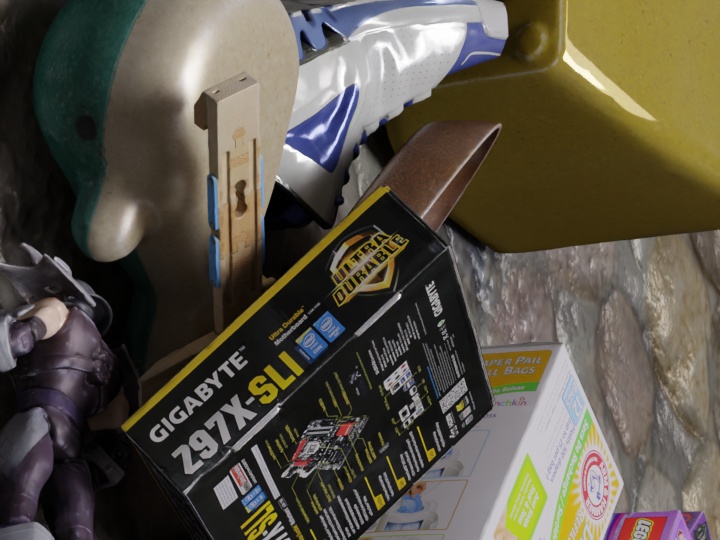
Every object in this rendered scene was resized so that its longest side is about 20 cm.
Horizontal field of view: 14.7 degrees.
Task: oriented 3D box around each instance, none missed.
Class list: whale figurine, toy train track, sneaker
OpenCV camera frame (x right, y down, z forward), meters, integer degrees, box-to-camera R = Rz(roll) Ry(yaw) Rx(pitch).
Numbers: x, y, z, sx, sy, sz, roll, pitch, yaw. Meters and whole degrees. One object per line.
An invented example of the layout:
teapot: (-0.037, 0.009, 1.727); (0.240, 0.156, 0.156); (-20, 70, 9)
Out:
whale figurine: (-0.096, -0.050, 1.285); (0.159, 0.103, 0.201); (-44, 144, -49)
toy train track: (-0.062, -0.006, 1.237); (0.114, 0.033, 0.201); (-28, 139, -29)
sneaker: (-0.020, -0.082, 1.412); (0.199, 0.080, 0.116); (-12, 108, -38)

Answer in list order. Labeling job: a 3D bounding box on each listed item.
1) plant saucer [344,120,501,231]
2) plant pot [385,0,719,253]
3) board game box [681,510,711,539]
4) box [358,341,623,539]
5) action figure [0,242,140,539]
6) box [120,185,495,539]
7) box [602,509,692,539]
plant saucer: (0.000, 0.000, 1.388); (0.034, 0.201, 0.200); (35, 38, 3)
plant pot: (0.110, -0.133, 1.560); (0.200, 0.194, 0.196); (22, 66, -55)
board game box: (0.196, 0.258, 1.821); (0.200, 0.032, 0.121); (-47, 122, -54)
box: (0.056, 0.145, 1.503); (0.113, 0.101, 0.200); (64, 35, -33)
action figure: (-0.137, 0.076, 1.201); (0.130, 0.069, 0.201); (46, 32, -40)
box: (-0.018, 0.067, 1.274); (0.160, 0.049, 0.200); (-42, 157, -9)
box: (0.095, 0.216, 1.527); (0.039, 0.136, 0.200); (64, 36, -33)
